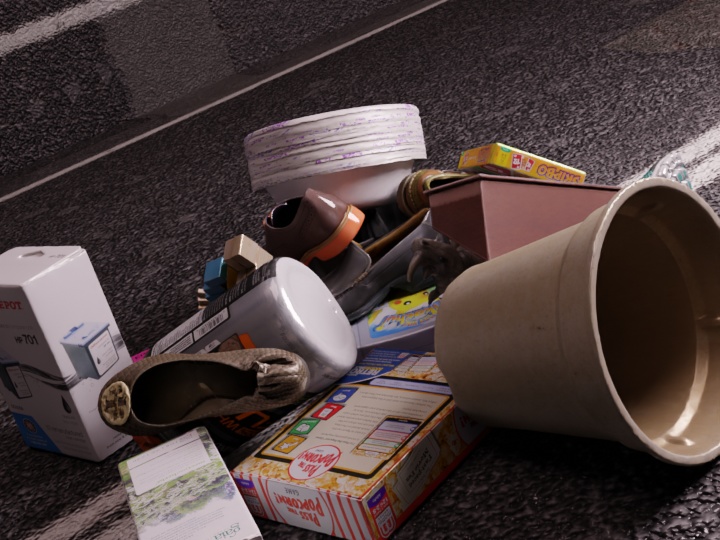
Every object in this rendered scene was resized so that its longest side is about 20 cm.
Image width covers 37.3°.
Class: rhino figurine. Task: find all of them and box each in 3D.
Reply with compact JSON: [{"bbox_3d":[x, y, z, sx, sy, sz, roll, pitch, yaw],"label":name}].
[{"bbox_3d":[0.114,-0.018,1.025,0.200,0.088,0.060,-21,6,-43],"label":"rhino figurine"}]

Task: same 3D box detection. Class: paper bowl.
[{"bbox_3d":[-0.024,-0.116,1.191,0.200,0.105,0.201,-12,1,0],"label":"paper bowl"}]

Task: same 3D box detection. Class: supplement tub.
[{"bbox_3d":[-0.113,0.088,0.964,0.200,0.123,0.123,-36,16,18],"label":"supplement tub"}]

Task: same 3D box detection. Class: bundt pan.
[{"bbox_3d":[0.013,-0.034,1.254,0.201,0.076,0.202,-17,20,6],"label":"bundt pan"}]

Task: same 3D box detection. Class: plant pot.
[{"bbox_3d":[0.163,0.046,0.805,0.183,0.201,0.200,-13,19,48],"label":"plant pot"}]

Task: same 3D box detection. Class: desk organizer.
[{"bbox_3d":[0.157,-0.038,0.982,0.199,0.077,0.072,1,-9,-40],"label":"desk organizer"}]

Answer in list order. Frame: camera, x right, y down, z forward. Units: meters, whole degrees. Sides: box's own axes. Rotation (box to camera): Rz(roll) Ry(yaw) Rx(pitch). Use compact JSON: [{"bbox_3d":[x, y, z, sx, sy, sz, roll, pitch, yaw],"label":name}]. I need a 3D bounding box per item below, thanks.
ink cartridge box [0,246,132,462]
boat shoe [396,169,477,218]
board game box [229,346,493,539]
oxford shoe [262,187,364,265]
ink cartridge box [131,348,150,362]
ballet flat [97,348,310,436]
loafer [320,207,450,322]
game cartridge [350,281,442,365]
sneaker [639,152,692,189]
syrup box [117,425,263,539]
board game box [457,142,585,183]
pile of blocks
[{"bbox_3d":[-0.314,0.083,1.095,0.146,0.201,0.086,0,28,43],"label":"ink cartridge box"},{"bbox_3d":[0.140,-0.063,1.141,0.199,0.072,0.068,8,-9,-22],"label":"boat shoe"},{"bbox_3d":[0.014,0.136,0.883,0.151,0.046,0.200,1,28,45],"label":"board game box"},{"bbox_3d":[-0.072,-0.041,1.123,0.200,0.072,0.071,-29,29,54],"label":"oxford shoe"},{"bbox_3d":[-0.196,0.106,1.173,0.094,0.037,0.200,-24,19,-13],"label":"ink cartridge box"},{"bbox_3d":[-0.138,0.099,0.883,0.199,0.068,0.046,-9,-5,21],"label":"ballet flat"},{"bbox_3d":[0.000,0.000,1.096,0.199,0.072,0.073,-26,25,-13],"label":"loafer"},{"bbox_3d":[0.056,0.047,1.084,0.199,0.041,0.133,-18,26,3],"label":"game cartridge"},{"bbox_3d":[0.284,-0.062,1.110,0.091,0.078,0.200,-8,21,39],"label":"sneaker"},{"bbox_3d":[-0.120,0.199,0.796,0.079,0.082,0.200,-24,21,-13],"label":"syrup box"},{"bbox_3d":[0.165,-0.106,1.138,0.095,0.030,0.200,18,5,-6],"label":"board game box"},{"bbox_3d":[-0.127,0.044,1.062,0.082,0.200,0.062,4,58,1],"label":"pile of blocks"}]
